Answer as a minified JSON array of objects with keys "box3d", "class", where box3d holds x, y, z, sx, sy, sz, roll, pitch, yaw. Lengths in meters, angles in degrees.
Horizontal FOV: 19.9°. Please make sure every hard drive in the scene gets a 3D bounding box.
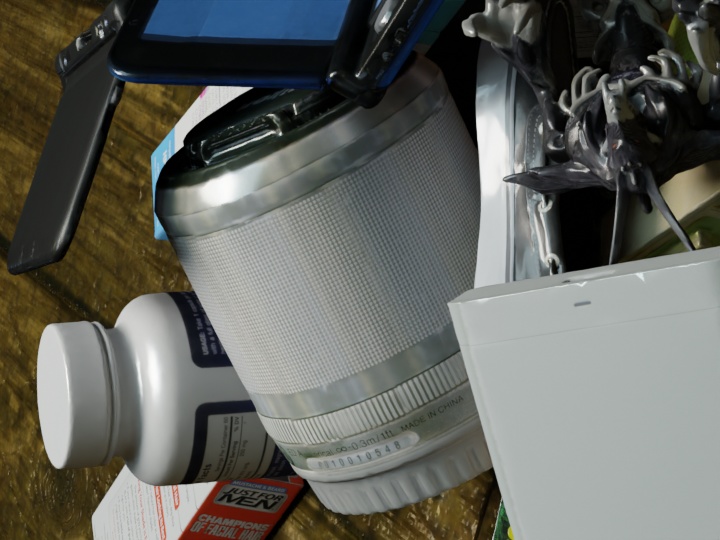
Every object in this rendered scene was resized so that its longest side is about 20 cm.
[{"box3d":[0.121,0.097,0.842,0.131,0.026,0.202,-10,100,35],"class":"hard drive"}]

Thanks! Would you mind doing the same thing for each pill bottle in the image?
[{"box3d":[-0.082,0.067,1.190,0.111,0.198,0.112,178,90,-68],"class":"pill bottle"}]

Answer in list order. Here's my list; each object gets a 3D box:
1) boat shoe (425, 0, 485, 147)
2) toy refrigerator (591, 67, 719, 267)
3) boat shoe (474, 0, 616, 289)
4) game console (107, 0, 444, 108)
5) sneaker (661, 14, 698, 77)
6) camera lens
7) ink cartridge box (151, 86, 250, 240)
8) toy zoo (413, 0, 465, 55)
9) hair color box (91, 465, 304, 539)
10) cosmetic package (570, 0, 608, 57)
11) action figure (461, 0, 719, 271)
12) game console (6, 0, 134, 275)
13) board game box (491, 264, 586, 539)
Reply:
[{"box3d":[0.037,-0.126,1.180,0.074,0.075,0.201,-94,13,-48],"class":"boat shoe"},{"box3d":[0.185,-0.054,0.884,0.200,0.075,0.071,-38,46,51],"class":"toy refrigerator"},{"box3d":[0.090,-0.037,0.911,0.066,0.070,0.202,-5,68,26],"class":"boat shoe"},{"box3d":[-0.013,-0.175,0.941,0.171,0.118,0.201,-56,13,39],"class":"game console"},{"box3d":[0.177,-0.167,0.931,0.201,0.090,0.078,-66,31,25],"class":"sneaker"},{"box3d":[0.000,0.000,1.034,0.160,0.159,0.201,3,122,63],"class":"camera lens"},{"box3d":[-0.039,-0.083,1.283,0.200,0.114,0.068,-44,43,48],"class":"ink cartridge box"},{"box3d":[0.010,-0.174,1.093,0.200,0.020,0.132,-50,54,36],"class":"toy zoo"},{"box3d":[-0.114,0.157,1.384,0.200,0.063,0.111,-56,33,38],"class":"hair color box"},{"box3d":[0.093,-0.213,1.133,0.083,0.050,0.201,99,163,-48],"class":"cosmetic package"},{"box3d":[0.103,-0.106,0.852,0.118,0.102,0.202,-14,60,22],"class":"action figure"},{"box3d":[-0.103,-0.077,1.073,0.200,0.174,0.117,173,82,-73],"class":"game console"},{"box3d":[0.091,0.099,0.986,0.023,0.105,0.202,13,90,22],"class":"board game box"}]
